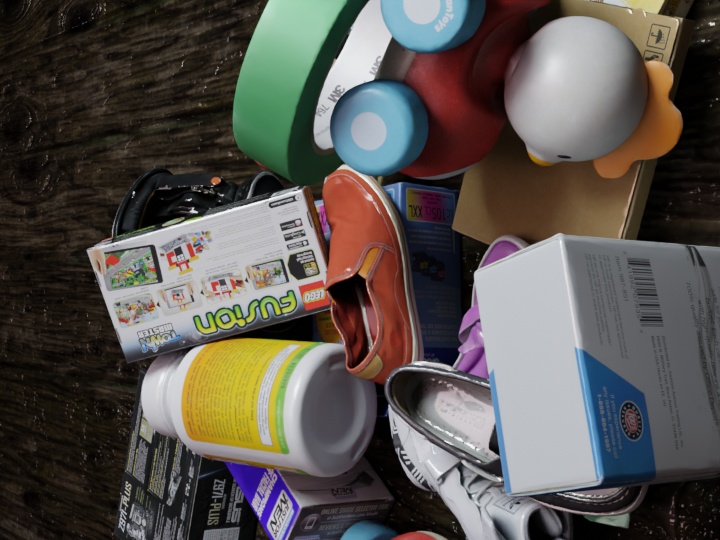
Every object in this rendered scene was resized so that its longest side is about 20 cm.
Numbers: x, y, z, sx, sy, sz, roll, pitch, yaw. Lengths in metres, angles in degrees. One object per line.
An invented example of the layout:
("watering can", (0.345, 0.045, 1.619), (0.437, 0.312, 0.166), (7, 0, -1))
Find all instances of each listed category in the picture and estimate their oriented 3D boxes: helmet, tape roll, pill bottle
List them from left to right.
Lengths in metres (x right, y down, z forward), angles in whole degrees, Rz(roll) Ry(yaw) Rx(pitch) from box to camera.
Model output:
("helmet", (-0.139, -0.002, 1.161), (0.200, 0.191, 0.200), (-12, 48, 14))
("pill bottle", (-0.095, 0.114, 1.027), (0.200, 0.111, 0.111), (1, 88, 38))
("tape roll", (-0.012, -0.157, 0.819), (0.048, 0.200, 0.201), (30, 115, 13))

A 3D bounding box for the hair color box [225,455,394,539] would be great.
("hair color box", (-0.067, 0.177, 1.128), (0.200, 0.109, 0.065), (48, 124, 44))

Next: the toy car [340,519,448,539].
("toy car", (-0.008, 0.309, 0.964), (0.184, 0.200, 0.177), (14, 98, 52))

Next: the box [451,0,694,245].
("box", (0.152, -0.103, 0.879), (0.163, 0.021, 0.200), (26, 110, 44))

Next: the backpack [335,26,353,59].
("backpack", (0.051, -0.265, 0.995), (0.200, 0.167, 0.127), (-48, 68, 35))

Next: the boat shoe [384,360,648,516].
("boat shoe", (0.104, 0.114, 0.824), (0.200, 0.060, 0.074), (26, 93, 34))

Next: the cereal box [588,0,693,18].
("cereal box", (0.160, -0.158, 0.918), (0.144, 0.040, 0.200), (45, 121, 41))

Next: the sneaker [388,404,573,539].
("sneaker", (0.096, 0.160, 0.893), (0.200, 0.075, 0.115), (60, 160, 10))

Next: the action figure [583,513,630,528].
("action figure", (0.160, 0.073, 0.852), (0.118, 0.055, 0.200), (20, 121, 49))

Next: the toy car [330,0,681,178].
("toy car", (0.116, -0.118, 0.802), (0.200, 0.184, 0.177), (30, 115, 13))

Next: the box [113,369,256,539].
("box", (-0.188, 0.228, 1.298), (0.164, 0.086, 0.200), (19, 102, 51))

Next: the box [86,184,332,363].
("box", (-0.126, 0.003, 1.024), (0.200, 0.035, 0.110), (-15, 103, 9))

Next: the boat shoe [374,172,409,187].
("boat shoe", (0.025, -0.142, 1.010), (0.068, 0.072, 0.200), (41, 158, 20))

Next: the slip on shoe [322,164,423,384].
("slip on shoe", (0.000, 0.000, 0.978), (0.074, 0.061, 0.200), (-33, 62, 45))

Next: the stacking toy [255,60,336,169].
("stacking toy", (-0.058, -0.170, 1.175), (0.200, 0.085, 0.085), (-46, 53, 45))

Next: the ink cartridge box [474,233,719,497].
("ink cartridge box", (0.181, 0.062, 0.743), (0.084, 0.200, 0.145), (-26, 67, 51))

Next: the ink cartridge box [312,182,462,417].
("ink cartridge box", (0.022, 0.031, 1.055), (0.136, 0.076, 0.200), (-9, 81, 52))

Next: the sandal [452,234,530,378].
("sandal", (0.103, 0.065, 0.925), (0.082, 0.050, 0.203), (39, 137, 31))
